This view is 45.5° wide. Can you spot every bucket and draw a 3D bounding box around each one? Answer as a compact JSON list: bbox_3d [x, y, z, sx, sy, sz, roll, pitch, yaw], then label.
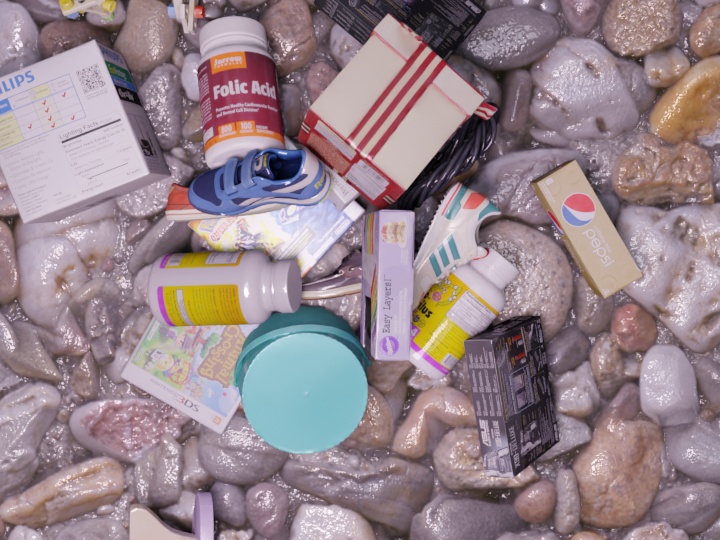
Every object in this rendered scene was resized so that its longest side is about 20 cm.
[{"bbox_3d":[-0.083,0.158,1.245,0.207,0.135,0.207,-1,99,-7],"label":"bucket"}]

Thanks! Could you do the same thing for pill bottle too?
[{"bbox_3d":[-0.189,0.025,1.215,0.200,0.104,0.104,-2,95,13],"label":"pill bottle"},{"bbox_3d":[0.142,0.056,1.262,0.104,0.104,0.200,40,94,-3],"label":"pill bottle"},{"bbox_3d":[-0.171,-0.246,1.214,0.114,0.114,0.200,-9,77,1],"label":"pill bottle"}]

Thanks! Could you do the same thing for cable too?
[{"bbox_3d":[0.124,-0.148,1.205,0.051,0.163,0.200,44,79,-14],"label":"cable"}]

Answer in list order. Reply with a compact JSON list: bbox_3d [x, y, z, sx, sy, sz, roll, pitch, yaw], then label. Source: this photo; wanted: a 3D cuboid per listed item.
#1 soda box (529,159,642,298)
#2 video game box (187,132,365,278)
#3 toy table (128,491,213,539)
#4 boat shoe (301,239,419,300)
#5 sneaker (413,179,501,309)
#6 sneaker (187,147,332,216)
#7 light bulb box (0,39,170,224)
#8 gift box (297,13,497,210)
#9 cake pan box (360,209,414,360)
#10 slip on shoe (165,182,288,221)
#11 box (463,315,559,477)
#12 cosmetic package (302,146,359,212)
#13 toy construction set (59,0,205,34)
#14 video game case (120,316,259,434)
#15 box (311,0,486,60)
[{"bbox_3d":[0.333,-0.061,1.271,0.068,0.064,0.200,-31,93,3],"label":"soda box"},{"bbox_3d":[-0.124,-0.080,1.282,0.182,0.047,0.200,43,94,0],"label":"video game box"},{"bbox_3d":[-0.284,0.431,1.274,0.117,0.184,0.200,1,86,-16],"label":"toy table"},{"bbox_3d":[0.000,0.000,1.278,0.200,0.072,0.065,-13,90,-2],"label":"boat shoe"},{"bbox_3d":[0.126,-0.020,1.195,0.093,0.070,0.200,25,104,4],"label":"sneaker"},{"bbox_3d":[-0.142,-0.126,1.153,0.200,0.082,0.074,-8,65,10],"label":"sneaker"},{"bbox_3d":[-0.411,-0.194,1.234,0.198,0.125,0.200,-21,94,3],"label":"light bulb box"},{"bbox_3d":[0.049,-0.203,1.110,0.185,0.200,0.187,41,78,-8],"label":"gift box"},{"bbox_3d":[0.034,0.020,1.157,0.052,0.184,0.200,1,93,-5],"label":"cake pan box"},{"bbox_3d":[-0.182,-0.107,1.226,0.200,0.074,0.061,-4,91,6],"label":"slip on shoe"},{"bbox_3d":[0.223,0.179,1.247,0.050,0.158,0.200,-6,97,38],"label":"box"},{"bbox_3d":[0.013,-0.190,1.235,0.200,0.071,0.101,-43,92,-10],"label":"cosmetic package"},{"bbox_3d":[-0.321,-0.409,1.231,0.200,0.092,0.131,7,70,-8],"label":"toy construction set"},{"bbox_3d":[-0.240,0.122,1.312,0.182,0.022,0.200,31,94,-2],"label":"video game case"},{"bbox_3d":[0.058,-0.375,1.220,0.200,0.044,0.160,39,66,-3],"label":"box"}]
